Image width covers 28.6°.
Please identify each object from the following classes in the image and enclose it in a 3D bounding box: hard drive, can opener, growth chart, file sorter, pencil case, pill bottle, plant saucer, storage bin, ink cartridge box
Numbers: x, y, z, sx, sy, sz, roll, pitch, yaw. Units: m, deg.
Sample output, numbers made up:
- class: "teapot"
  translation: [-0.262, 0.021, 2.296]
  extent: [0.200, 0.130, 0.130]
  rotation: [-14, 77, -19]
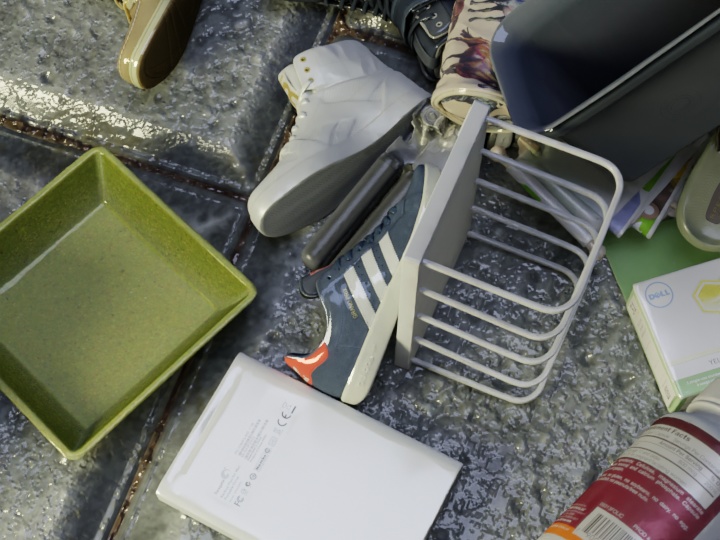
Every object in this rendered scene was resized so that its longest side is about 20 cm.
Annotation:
- class: "hard drive"
  translation: [-0.039, 0.163, 1.087]
  extent: [0.199, 0.026, 0.132]
  rotation: [26, 68, 12]
- class: "can opener"
  translation: [0.032, -0.067, 1.188]
  extent: [0.053, 0.067, 0.200]
  rotation: [38, 84, 16]
- class: "growth chart"
  translation: [0.220, -0.095, 1.173]
  extent: [0.200, 0.018, 0.145]
  rotation: [-37, 83, -27]
- class: "file sorter"
  translation: [0.109, -0.001, 1.068]
  extent: [0.124, 0.200, 0.139]
  rotation: [22, 67, 9]
- class: "pencil case"
  translation: [0.119, -0.206, 1.160]
  extent: [0.089, 0.078, 0.201]
  rotation: [-1, 63, 36]
- class: "pill bottle"
  translation: [0.230, 0.176, 1.028]
  extent: [0.200, 0.114, 0.114]
  rotation: [-40, 70, -17]
- class: "plant saucer"
  translation: [-0.218, 0.029, 1.142]
  extent: [0.200, 0.048, 0.200]
  rotation: [41, 71, 18]
- class: "storage bin"
  translation: [0.218, -0.168, 1.068]
  extent: [0.200, 0.134, 0.146]
  rotation: [-34, 47, 24]
- class: "ink cartridge box"
  translation: [0.284, 0.002, 1.148]
  extent: [0.145, 0.048, 0.201]
  rotation: [-16, 68, -6]

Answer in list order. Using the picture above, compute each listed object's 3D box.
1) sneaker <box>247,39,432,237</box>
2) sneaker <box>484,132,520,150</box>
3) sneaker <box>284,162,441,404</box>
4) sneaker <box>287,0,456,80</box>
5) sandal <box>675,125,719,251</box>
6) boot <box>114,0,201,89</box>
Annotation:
- class: "sneaker"
  translation: [-0.043, -0.118, 1.201]
  extent: [0.200, 0.074, 0.116]
  rotation: [-38, 68, -26]
- class: "sneaker"
  translation: [0.157, -0.190, 1.233]
  extent: [0.090, 0.067, 0.201]
  rotation: [7, 66, -2]
- class: "sneaker"
  translation: [0.000, 0.000, 1.112]
  extent: [0.084, 0.075, 0.201]
  rotation: [22, 83, 2]
- class: "sneaker"
  translation: [0.017, -0.235, 1.247]
  extent: [0.201, 0.077, 0.147]
  rotation: [-10, 62, -5]
- class: "sandal"
  translation: [0.310, -0.108, 1.102]
  extent: [0.079, 0.057, 0.202]
  rotation: [21, 97, 12]
- class: "boot"
  translation: [-0.224, -0.257, 1.265]
  extent: [0.154, 0.072, 0.201]
  rotation: [12, 60, 6]
